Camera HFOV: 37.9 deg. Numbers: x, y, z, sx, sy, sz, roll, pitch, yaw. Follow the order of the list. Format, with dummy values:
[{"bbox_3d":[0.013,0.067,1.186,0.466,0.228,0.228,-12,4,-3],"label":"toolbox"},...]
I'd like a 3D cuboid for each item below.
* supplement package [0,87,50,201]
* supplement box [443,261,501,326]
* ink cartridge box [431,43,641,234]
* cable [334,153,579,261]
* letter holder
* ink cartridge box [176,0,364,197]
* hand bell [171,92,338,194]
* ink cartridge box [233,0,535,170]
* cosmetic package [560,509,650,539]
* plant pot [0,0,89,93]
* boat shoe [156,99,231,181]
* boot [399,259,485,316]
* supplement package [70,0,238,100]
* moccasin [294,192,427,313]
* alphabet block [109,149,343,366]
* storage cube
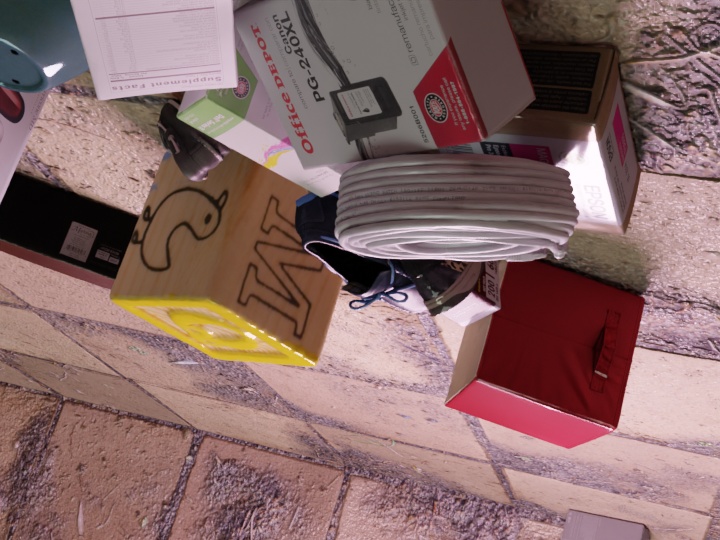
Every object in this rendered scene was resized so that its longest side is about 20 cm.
[{"bbox_3d":[-0.448,-0.179,1.071,0.145,0.193,0.200,13,161,13],"label":"supplement package"},{"bbox_3d":[0.068,-0.032,1.151,0.199,0.110,0.061,30,137,-33],"label":"supplement box"},{"bbox_3d":[0.152,-0.114,0.929,0.163,0.076,0.200,9,158,25],"label":"ink cartridge box"},{"bbox_3d":[0.077,-0.050,0.850,0.197,0.070,0.200,0,175,4],"label":"cable"},{"bbox_3d":[-0.439,-0.046,1.563,0.198,0.102,0.142,20,162,-9],"label":"letter holder"},{"bbox_3d":[-0.051,-0.146,0.941,0.199,0.118,0.067,28,157,-27],"label":"ink cartridge box"},{"bbox_3d":[-0.106,-0.148,1.069,0.198,0.105,0.104,25,163,14],"label":"hand bell"},{"bbox_3d":[0.013,-0.166,0.802,0.199,0.083,0.146,-4,119,45],"label":"ink cartridge box"},{"bbox_3d":[0.619,0.671,2.633,0.198,0.091,0.107,8,156,33],"label":"cosmetic package"},{"bbox_3d":[-0.281,-0.231,0.880,0.198,0.136,0.200,14,161,5],"label":"plant pot"},{"bbox_3d":[-0.183,-0.133,1.085,0.067,0.057,0.200,40,176,-23],"label":"boat shoe"},{"bbox_3d":[0.064,-0.063,1.054,0.073,0.201,0.151,-32,108,35],"label":"boot"},{"bbox_3d":[-0.149,-0.227,0.728,0.112,0.111,0.201,-6,152,-7],"label":"supplement package"},{"bbox_3d":[0.000,0.000,1.048,0.080,0.069,0.199,-29,133,35],"label":"moccasin"},{"bbox_3d":[-0.143,-0.016,1.244,0.194,0.202,0.196,-2,153,42],"label":"alphabet block"},{"bbox_3d":[0.225,0.103,1.305,0.178,0.173,0.200,19,161,-2],"label":"storage cube"}]
